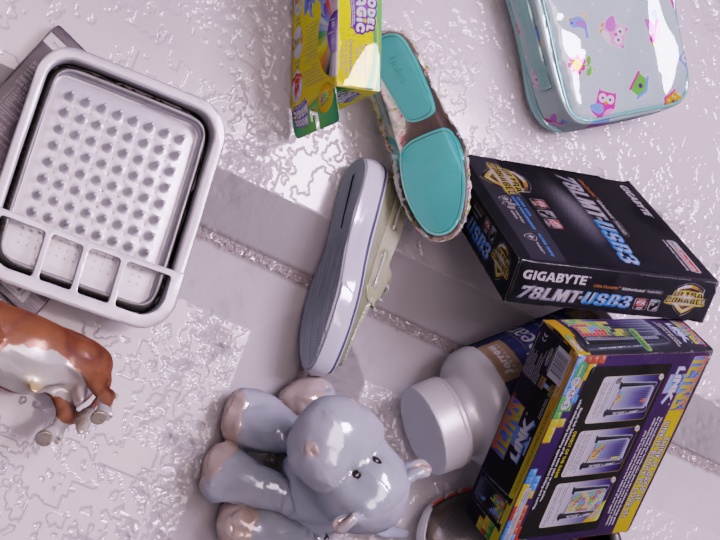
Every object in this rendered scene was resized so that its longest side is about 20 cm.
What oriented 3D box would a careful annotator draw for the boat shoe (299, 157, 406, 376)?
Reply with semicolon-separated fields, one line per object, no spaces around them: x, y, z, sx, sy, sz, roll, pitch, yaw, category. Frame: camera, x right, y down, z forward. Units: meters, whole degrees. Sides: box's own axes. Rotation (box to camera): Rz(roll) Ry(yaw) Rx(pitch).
0.000;0.000;1.389;0.061;0.072;0.202;21;76;-23;boat shoe

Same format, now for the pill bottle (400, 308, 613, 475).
0.140;0.110;1.414;0.198;0.111;0.112;-20;93;-22;pill bottle

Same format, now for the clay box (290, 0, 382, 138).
-0.021;-0.220;1.372;0.047;0.115;0.203;2;86;-22;clay box

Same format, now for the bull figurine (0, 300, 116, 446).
-0.284;0.068;1.251;0.198;0.122;0.065;19;122;-26;bull figurine

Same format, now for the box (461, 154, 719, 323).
0.190;-0.031;1.406;0.196;0.201;0.050;6;119;-20;box

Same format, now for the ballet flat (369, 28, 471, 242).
0.054;-0.119;1.405;0.075;0.064;0.203;-15;80;1;ballet flat

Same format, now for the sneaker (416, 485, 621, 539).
0.149;0.236;1.423;0.197;0.082;0.078;1;87;-23;sneaker

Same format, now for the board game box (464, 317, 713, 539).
0.196;0.138;1.355;0.164;0.057;0.202;0;121;-37;board game box

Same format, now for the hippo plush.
-0.037;0.185;1.310;0.158;0.160;0.202;-31;97;-21;hippo plush

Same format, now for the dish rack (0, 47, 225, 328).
-0.215;-0.067;1.304;0.170;0.043;0.203;20;79;-19;dish rack

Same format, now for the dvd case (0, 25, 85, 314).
-0.266;-0.083;1.316;0.149;0.016;0.201;43;73;-13;dvd case

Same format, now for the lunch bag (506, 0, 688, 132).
0.217;-0.238;1.491;0.159;0.077;0.203;-14;91;-21;lunch bag
